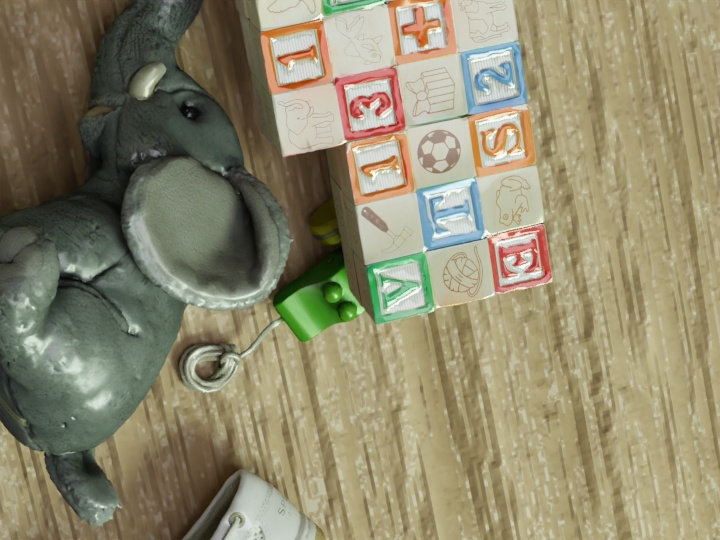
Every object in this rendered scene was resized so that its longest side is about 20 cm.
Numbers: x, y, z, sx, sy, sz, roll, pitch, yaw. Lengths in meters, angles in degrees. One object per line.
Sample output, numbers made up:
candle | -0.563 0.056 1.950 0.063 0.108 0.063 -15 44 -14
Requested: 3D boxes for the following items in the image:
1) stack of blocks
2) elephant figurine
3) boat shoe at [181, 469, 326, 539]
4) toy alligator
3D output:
stack of blocks | 0.012 -0.083 1.119 0.115 0.059 0.201 -13 108 -9
elephant figurine | -0.100 -0.023 1.130 0.200 0.141 0.156 -36 141 -24
boat shoe | -0.108 0.178 1.202 0.200 0.071 0.069 -47 109 -10
toy alligator | 0.000 0.000 1.199 0.200 0.054 0.059 -39 111 -6
